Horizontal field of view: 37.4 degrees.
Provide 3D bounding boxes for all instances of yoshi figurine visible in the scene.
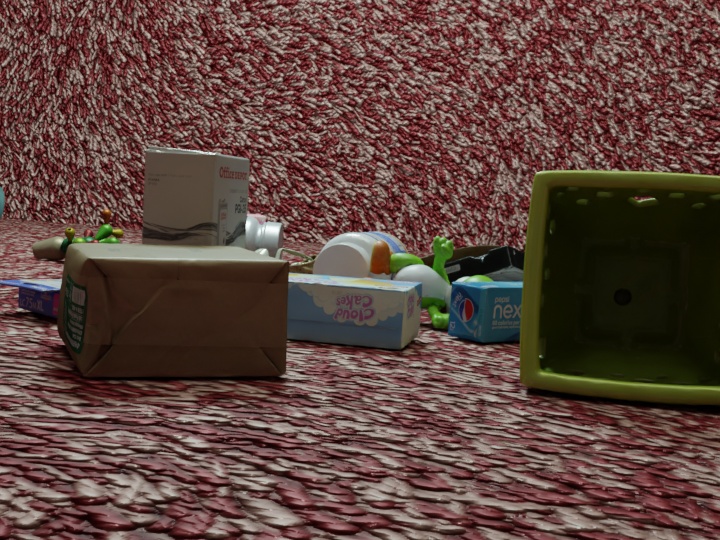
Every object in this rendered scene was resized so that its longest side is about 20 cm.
[{"bbox_3d":[0.104,0.023,1.392,0.199,0.113,0.112,16,25,2],"label":"yoshi figurine"}]

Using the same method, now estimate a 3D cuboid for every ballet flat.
[{"bbox_3d":[-0.148,-0.004,1.777,0.199,0.066,0.070,2,-6,-38],"label":"ballet flat"}]

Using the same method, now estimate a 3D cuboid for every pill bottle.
[{"bbox_3d":[-0.244,-0.045,1.936,0.198,0.115,0.114,4,4,2],"label":"pill bottle"},{"bbox_3d":[0.000,0.000,1.548,0.111,0.113,0.200,5,5,16],"label":"pill bottle"}]

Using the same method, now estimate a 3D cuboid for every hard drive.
[{"bbox_3d":[0.200,0.011,1.633,0.139,0.038,0.200,-17,-14,24],"label":"hard drive"}]

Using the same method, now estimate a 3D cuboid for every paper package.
[{"bbox_3d":[-0.177,0.032,0.985,0.189,0.104,0.200,1,6,-21],"label":"paper package"}]

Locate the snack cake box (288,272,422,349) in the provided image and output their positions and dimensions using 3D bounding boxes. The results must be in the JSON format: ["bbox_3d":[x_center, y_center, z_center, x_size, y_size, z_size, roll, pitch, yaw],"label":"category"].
[{"bbox_3d":[-0.036,0.043,1.223,0.198,0.068,0.115,4,3,12],"label":"snack cake box"}]

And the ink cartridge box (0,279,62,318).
[{"bbox_3d":[-0.321,0.034,1.277,0.119,0.042,0.199,8,3,44],"label":"ink cartridge box"}]

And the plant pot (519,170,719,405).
[{"bbox_3d":[0.258,0.018,1.009,0.198,0.201,0.181,4,-3,12],"label":"plant pot"}]

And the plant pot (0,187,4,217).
[{"bbox_3d":[-1.003,-0.175,2.650,0.199,0.201,0.187,7,-10,41],"label":"plant pot"}]

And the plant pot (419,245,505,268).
[{"bbox_3d":[0.148,0.004,1.695,0.198,0.028,0.200,-10,-14,-2],"label":"plant pot"}]

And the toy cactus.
[{"bbox_3d":[-0.550,-0.055,2.055,0.164,0.103,0.200,-6,13,-1],"label":"toy cactus"}]

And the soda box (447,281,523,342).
[{"bbox_3d":[0.204,0.050,1.332,0.199,0.068,0.064,1,6,-38],"label":"soda box"}]

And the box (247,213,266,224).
[{"bbox_3d":[-0.336,-0.092,2.602,0.199,0.103,0.095,4,4,-17],"label":"box"}]

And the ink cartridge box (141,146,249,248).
[{"bbox_3d":[-0.184,-0.032,1.185,0.082,0.202,0.146,4,4,9],"label":"ink cartridge box"}]
